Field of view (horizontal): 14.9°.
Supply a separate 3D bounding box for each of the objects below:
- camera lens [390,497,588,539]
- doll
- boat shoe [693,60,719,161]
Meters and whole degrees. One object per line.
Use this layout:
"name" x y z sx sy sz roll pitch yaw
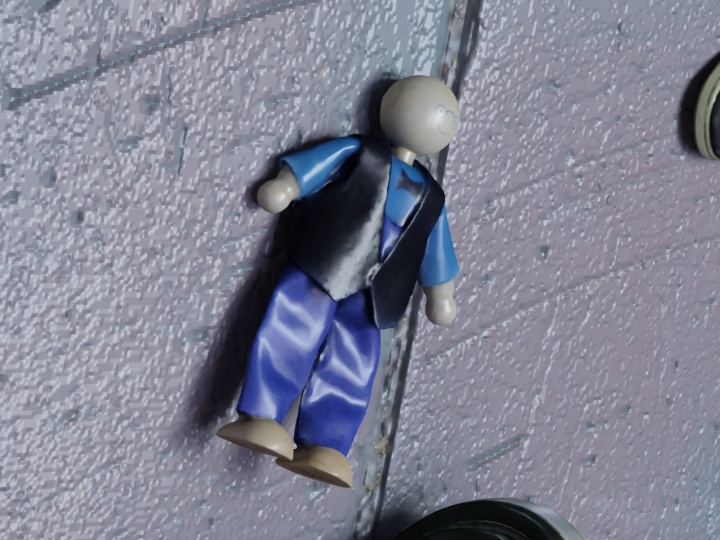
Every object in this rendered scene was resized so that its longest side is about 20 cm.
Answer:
"camera lens" 0.090 0.223 1.414 0.161 0.159 0.200 -58 136 -13
"doll" 0.000 0.000 1.326 0.136 0.048 0.201 27 78 -37
"boat shoe" 0.269 -0.102 1.551 0.199 0.065 0.074 -21 120 -38
